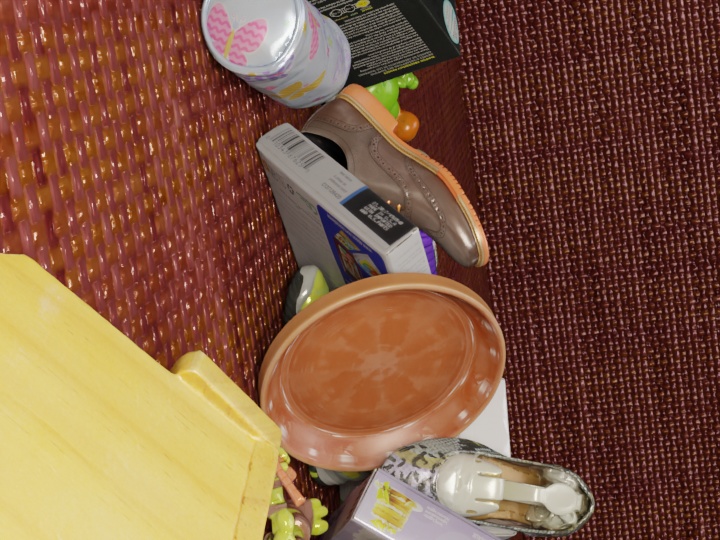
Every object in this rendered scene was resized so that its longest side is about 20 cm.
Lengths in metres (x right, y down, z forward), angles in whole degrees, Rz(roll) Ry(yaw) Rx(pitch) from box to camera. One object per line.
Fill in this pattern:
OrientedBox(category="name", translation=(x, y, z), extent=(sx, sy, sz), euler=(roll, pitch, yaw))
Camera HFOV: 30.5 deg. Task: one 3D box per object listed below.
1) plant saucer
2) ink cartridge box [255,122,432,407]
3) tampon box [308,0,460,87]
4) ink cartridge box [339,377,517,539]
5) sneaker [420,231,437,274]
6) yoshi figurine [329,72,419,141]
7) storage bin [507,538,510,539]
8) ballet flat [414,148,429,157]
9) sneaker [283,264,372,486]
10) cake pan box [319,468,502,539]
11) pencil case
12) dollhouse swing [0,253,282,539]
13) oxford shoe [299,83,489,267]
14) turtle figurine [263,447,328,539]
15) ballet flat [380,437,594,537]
OrientedBox(category="plant saucer", translation=(0.016, 0.079, 1.035), extent=(0.033, 0.198, 0.202), euler=(-112, -177, -46))
OrientedBox(category="ink cartridge box", translation=(0.000, 0.000, 1.116), extent=(0.197, 0.047, 0.201), euler=(40, -22, 42))
OrientedBox(category="tampon box", translation=(-0.003, -0.293, 1.234), extent=(0.200, 0.125, 0.152), euler=(42, 40, -53))
OrientedBox(category="ink cartridge box", translation=(0.056, 0.190, 1.208), extent=(0.200, 0.083, 0.148), euler=(-40, -133, 56))
OrientedBox(category="sneaker", translation=(0.043, -0.007, 1.305), extent=(0.201, 0.068, 0.101), euler=(67, 22, -56))
OrientedBox(category="yoshi figurine", translation=(0.009, -0.172, 1.406), extent=(0.200, 0.110, 0.114), euler=(53, 38, -64))
OrientedBox(category="storage bin", translation=(0.089, 0.295, 1.385), extent=(0.135, 0.094, 0.200), euler=(39, -11, 27))
OrientedBox(category="ballet flat", translation=(0.029, -0.040, 1.487), extent=(0.071, 0.070, 0.203), euler=(40, 66, -75))
OrientedBox(category="sneaker", translation=(-0.019, 0.089, 1.158), extent=(0.076, 0.075, 0.203), euler=(-65, 146, -67))
OrientedBox(category="cake pan box", translation=(0.060, 0.243, 1.060), extent=(0.053, 0.183, 0.200), euler=(-58, 180, -24))
OrientedBox(category="pencil case", translation=(-0.064, -0.187, 1.070), extent=(0.200, 0.082, 0.092), euler=(-3, 74, -80))
OrientedBox(category="dollhouse swing", translation=(-0.142, 0.129, 0.575), extent=(0.182, 0.174, 0.201), euler=(-54, -165, 32))
OrientedBox(category="oxford shoe", translation=(0.028, -0.066, 1.115), extent=(0.200, 0.073, 0.072), euler=(47, -22, 21))
OrientedBox(category="turtle figurine", translation=(-0.045, 0.223, 0.952), extent=(0.161, 0.064, 0.203), euler=(77, -8, -85))
OrientedBox(category="ballet flat", translation=(0.112, 0.177, 1.078), extent=(0.072, 0.198, 0.073), euler=(-36, -132, 52))
